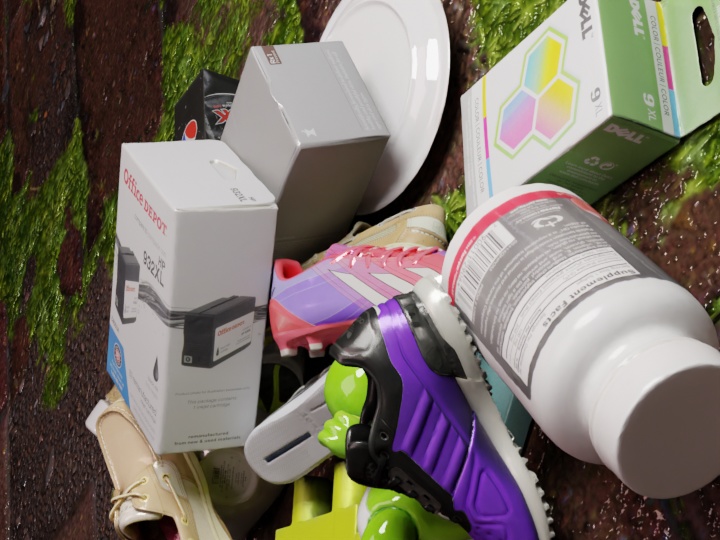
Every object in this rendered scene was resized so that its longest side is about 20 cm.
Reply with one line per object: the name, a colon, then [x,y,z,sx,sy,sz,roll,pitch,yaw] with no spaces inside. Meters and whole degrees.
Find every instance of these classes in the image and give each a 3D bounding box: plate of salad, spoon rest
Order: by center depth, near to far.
plate of salad: [0.017,-0.142,1.199,0.200,0.048,0.202,-15,71,53]
spoon rest: [-0.114,0.201,1.236,0.061,0.099,0.201,-89,9,-76]

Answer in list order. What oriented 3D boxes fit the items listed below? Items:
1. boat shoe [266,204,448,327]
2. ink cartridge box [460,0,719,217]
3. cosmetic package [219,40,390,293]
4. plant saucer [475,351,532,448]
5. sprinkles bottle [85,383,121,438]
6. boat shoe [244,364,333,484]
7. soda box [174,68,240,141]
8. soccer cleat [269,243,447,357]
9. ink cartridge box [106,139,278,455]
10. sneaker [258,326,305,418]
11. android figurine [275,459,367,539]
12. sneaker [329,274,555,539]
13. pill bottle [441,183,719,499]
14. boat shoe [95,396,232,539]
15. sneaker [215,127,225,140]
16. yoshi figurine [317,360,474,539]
boat shoe: [0.000,0.000,1.155,0.199,0.071,0.077,-19,48,46]
ink cartridge box: [0.144,-0.109,0.945,0.200,0.059,0.104,-38,45,48]
cosmetic package: [-0.058,-0.074,1.181,0.107,0.090,0.200,65,146,28]
plant saucer: [0.083,0.109,0.992,0.070,0.019,0.201,23,98,62]
sprinkles bottle: [-0.159,0.073,1.325,0.201,0.068,0.068,-55,28,-6]
boat shoe: [-0.005,0.090,1.099,0.199,0.072,0.071,-26,18,35]
soda box: [-0.136,-0.090,1.431,0.071,0.063,0.201,-42,43,44]
soccer cleat: [0.013,0.008,1.036,0.199,0.066,0.077,-18,77,39]
ink cartridge box: [-0.133,0.017,1.151,0.145,0.083,0.201,-134,47,-56]
sneaker: [-0.100,0.116,1.278,0.200,0.075,0.077,-42,22,42]
android figurine: [-0.028,0.245,1.101,0.182,0.041,0.201,-27,52,54]
sneaker: [0.041,0.112,0.899,0.201,0.099,0.070,66,172,-5]
pill bottle: [0.131,0.038,0.843,0.111,0.110,0.200,-65,30,17]
boat shoe: [-0.159,0.190,1.178,0.074,0.069,0.201,-45,70,35]
sneaker: [-0.090,-0.108,1.322,0.200,0.060,0.104,-49,-8,-20]
yoshi figurine: [0.013,0.133,0.981,0.112,0.111,0.201,-24,53,63]
